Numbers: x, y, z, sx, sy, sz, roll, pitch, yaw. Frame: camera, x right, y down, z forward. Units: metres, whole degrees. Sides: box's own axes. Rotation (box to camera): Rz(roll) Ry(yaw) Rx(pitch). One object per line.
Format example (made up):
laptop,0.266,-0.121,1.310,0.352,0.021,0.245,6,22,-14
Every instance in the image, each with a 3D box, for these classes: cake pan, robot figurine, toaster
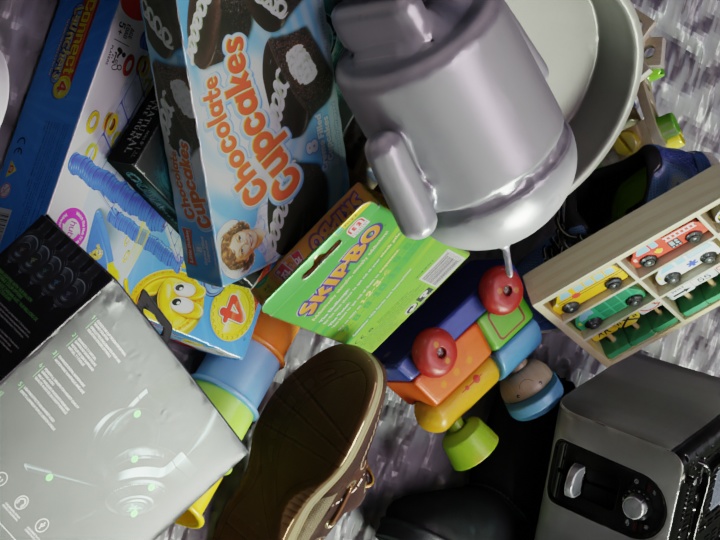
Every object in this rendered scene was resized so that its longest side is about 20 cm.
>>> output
cake pan,0.094,-0.117,1.720,0.199,0.037,0.201,-19,131,-23
robot figurine,0.060,-0.095,1.598,0.170,0.113,0.201,-49,121,-34
toaster,0.209,0.167,1.899,0.200,0.118,0.182,-27,132,-56

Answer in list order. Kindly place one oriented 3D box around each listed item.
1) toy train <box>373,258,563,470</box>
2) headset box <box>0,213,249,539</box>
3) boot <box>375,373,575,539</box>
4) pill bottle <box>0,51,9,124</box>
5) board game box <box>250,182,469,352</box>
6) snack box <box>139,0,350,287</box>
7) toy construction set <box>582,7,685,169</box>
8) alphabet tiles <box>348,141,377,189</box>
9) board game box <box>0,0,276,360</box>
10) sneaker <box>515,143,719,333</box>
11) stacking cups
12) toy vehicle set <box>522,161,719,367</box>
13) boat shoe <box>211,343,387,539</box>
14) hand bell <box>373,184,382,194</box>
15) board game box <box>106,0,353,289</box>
toy train,0.050,0.091,1.807,0.200,0.084,0.116,-42,110,-27
headset box,-0.185,0.093,1.522,0.200,0.093,0.174,-43,133,-8
boot,0.097,0.144,1.899,0.198,0.073,0.163,30,79,-54
pill bottle,-0.286,-0.116,1.397,0.200,0.111,0.112,20,84,-48
board game box,0.000,0.000,1.650,0.096,0.030,0.200,-45,162,8
snack box,-0.067,-0.104,1.565,0.116,0.037,0.201,-27,119,-39
toy construction set,0.173,-0.136,1.868,0.200,0.092,0.132,62,12,-66
alphabet tiles,0.034,-0.095,1.824,0.200,0.008,0.168,39,70,-45
board game box,-0.122,-0.068,1.625,0.195,0.056,0.201,25,80,-47
sneaker,0.161,-0.030,1.868,0.089,0.200,0.079,21,40,-37
stacking cups,-0.078,0.070,1.706,0.201,0.060,0.061,-58,134,-23
toy vehicle set,0.225,-0.011,1.829,0.124,0.199,0.027,35,29,-51
boat shoe,-0.030,0.131,1.729,0.072,0.072,0.201,-5,127,-52
hand bell,0.034,-0.080,1.777,0.104,0.104,0.201,15,100,-48
board game box,-0.061,-0.108,1.619,0.135,0.028,0.201,47,66,-42
